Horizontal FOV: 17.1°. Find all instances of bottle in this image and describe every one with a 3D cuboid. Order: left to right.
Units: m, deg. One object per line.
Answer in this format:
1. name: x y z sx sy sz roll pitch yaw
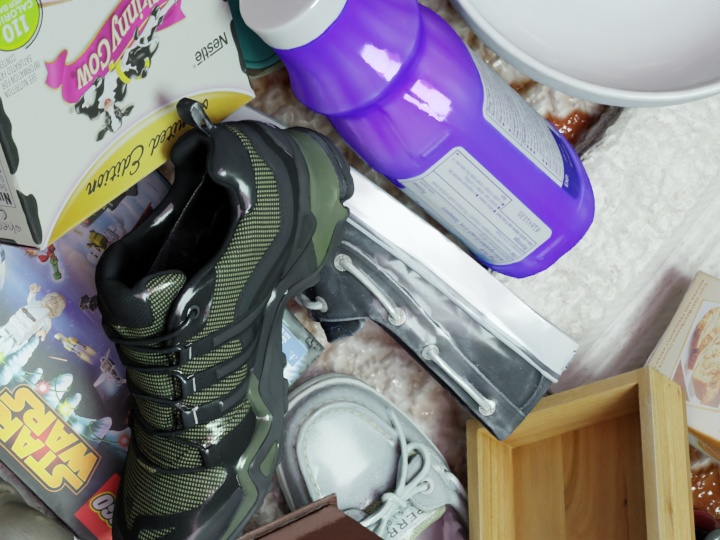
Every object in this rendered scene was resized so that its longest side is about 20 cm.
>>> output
1. bottle: 0.025 -0.071 1.026 0.065 0.084 0.200 -40 137 12

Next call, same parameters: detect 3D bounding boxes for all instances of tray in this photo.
1. tray: 0.098 0.150 1.038 0.037 0.098 0.201 29 51 -46

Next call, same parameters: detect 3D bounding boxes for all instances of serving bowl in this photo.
1. serving bowl: 0.120 -0.163 1.082 0.199 0.066 0.201 1 77 -5

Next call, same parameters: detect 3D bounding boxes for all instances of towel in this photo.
1. towel: 0.140 -0.007 1.134 0.132 0.034 0.200 42 81 -18

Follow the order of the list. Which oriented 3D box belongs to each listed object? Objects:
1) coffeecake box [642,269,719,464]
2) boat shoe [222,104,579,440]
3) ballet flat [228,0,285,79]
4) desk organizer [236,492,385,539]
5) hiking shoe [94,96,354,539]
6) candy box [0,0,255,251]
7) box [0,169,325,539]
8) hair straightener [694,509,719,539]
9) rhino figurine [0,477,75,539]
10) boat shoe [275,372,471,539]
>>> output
1. coffeecake box: 0.244 0.087 1.068 0.153 0.200 0.073 33 85 -40
2. boat shoe: 0.000 0.000 1.060 0.200 0.072 0.068 37 90 -8
3. ballet flat: -0.030 -0.185 1.045 0.067 0.062 0.201 4 97 22
4. desk organizer: -0.009 0.209 1.041 0.072 0.077 0.201 -22 120 -29
5. hiking shoe: -0.078 0.029 0.980 0.100 0.076 0.201 15 92 -45
6. candy box: -0.127 -0.128 0.936 0.136 0.061 0.201 -40 127 -38
7. box: -0.130 0.012 1.039 0.137 0.040 0.200 -46 107 -9
8. hair straightener: 0.145 0.215 1.132 0.041 0.077 0.201 24 87 -21
9. rhino figurine: -0.124 0.148 0.999 0.200 0.087 0.060 35 105 12
10. boat shoe: 0.030 0.135 1.092 0.074 0.065 0.202 -33 104 -14
